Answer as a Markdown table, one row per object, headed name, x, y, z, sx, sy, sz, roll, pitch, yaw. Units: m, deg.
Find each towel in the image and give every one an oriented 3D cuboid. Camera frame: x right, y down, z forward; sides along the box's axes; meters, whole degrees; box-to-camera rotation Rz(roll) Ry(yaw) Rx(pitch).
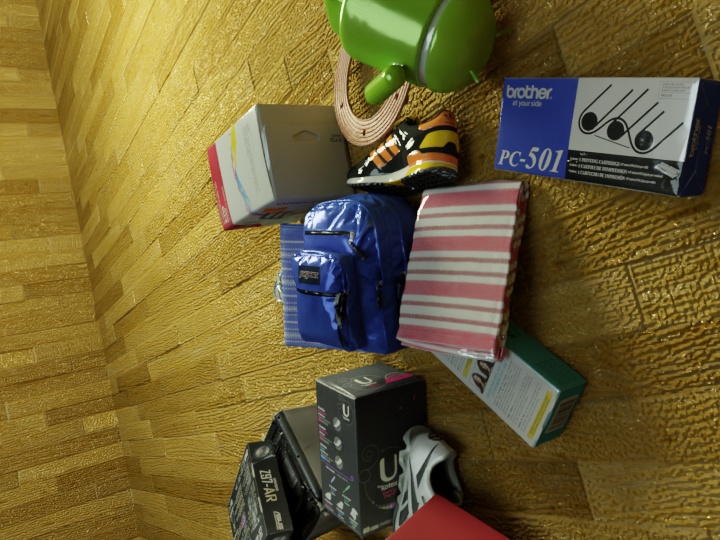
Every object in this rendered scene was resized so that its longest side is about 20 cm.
| name | x | y | z | sx | sy | sz | roll | pitch | yaw |
| --- | --- | --- | --- | --- | --- | --- | --- | --- | --- |
| towel | -0.054 | 0.027 | 0.948 | 0.144 | 0.024 | 0.201 | 3 | 103 | 14 |
| towel | 0.115 | -0.003 | 0.711 | 0.146 | 0.030 | 0.201 | 4 | 80 | 46 |

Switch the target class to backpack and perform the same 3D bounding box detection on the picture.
| name | x | y | z | sx | sy | sz | roll | pitch | yaw |
| --- | --- | --- | --- | --- | --- | --- | --- | --- | --- |
| backpack | 0.000 | 0.000 | 0.814 | 0.162 | 0.167 | 0.201 | 5 | 100 | 42 |

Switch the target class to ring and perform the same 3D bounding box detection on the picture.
| name | x | y | z | sx | sy | sz | roll | pitch | yaw |
| --- | --- | --- | --- | --- | --- | --- | --- | --- | --- |
| ring | 0.020 | -0.266 | 0.826 | 0.200 | 0.019 | 0.201 | -8 | 81 | 58 |

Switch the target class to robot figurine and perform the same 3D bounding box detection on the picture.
| name | x | y | z | sx | sy | sz | roll | pitch | yaw |
| --- | --- | --- | --- | --- | --- | --- | --- | --- | --- |
| robot figurine | 0.058 | -0.269 | 0.676 | 0.199 | 0.176 | 0.116 | 28 | 165 | 16 |

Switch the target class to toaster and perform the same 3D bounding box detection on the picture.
| name | x | y | z | sx | sy | sz | roll | pitch | yaw |
| --- | --- | --- | --- | --- | --- | --- | --- | --- | --- |
| toaster | -0.082 | 0.349 | 1.051 | 0.200 | 0.118 | 0.181 | 55 | 139 | 33 |

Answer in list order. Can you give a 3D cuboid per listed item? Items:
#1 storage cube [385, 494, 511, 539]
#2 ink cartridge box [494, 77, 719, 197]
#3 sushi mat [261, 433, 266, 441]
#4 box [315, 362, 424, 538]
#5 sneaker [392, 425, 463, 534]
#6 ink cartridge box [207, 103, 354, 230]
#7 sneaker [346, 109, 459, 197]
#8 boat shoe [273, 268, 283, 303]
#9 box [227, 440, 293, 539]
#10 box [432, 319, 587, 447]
| name | x | y | z | sx | sy | sz | roll | pitch | yaw |
| --- | --- | --- | --- | --- | --- | --- | --- | --- | --- |
| storage cube | 0.105 | 0.405 | 0.706 | 0.179 | 0.200 | 0.172 | 20 | 125 | 40 |
| ink cartridge box | 0.217 | -0.129 | 0.576 | 0.200 | 0.044 | 0.094 | 22 | 114 | 51 |
| sushi mat | -0.154 | 0.423 | 1.264 | 0.200 | 0.012 | 0.096 | 30 | 119 | 48 |
| box | 0.016 | 0.248 | 0.883 | 0.106 | 0.122 | 0.201 | 10 | 106 | 55 |
| sneaker | 0.095 | 0.318 | 0.829 | 0.088 | 0.074 | 0.201 | 14 | 109 | 54 |
| ink cartridge box | -0.129 | -0.159 | 0.976 | 0.200 | 0.145 | 0.145 | -17 | 84 | 56 |
| sneaker | 0.055 | -0.149 | 0.797 | 0.200 | 0.070 | 0.090 | 0 | 81 | 56 |
| boat shoe | -0.106 | 0.009 | 1.053 | 0.202 | 0.065 | 0.075 | -28 | 74 | 54 |
| box | -0.170 | 0.405 | 1.019 | 0.160 | 0.043 | 0.201 | -116 | 36 | -44 |
| box | 0.155 | 0.101 | 0.714 | 0.200 | 0.049 | 0.083 | 43 | 130 | 41 |
